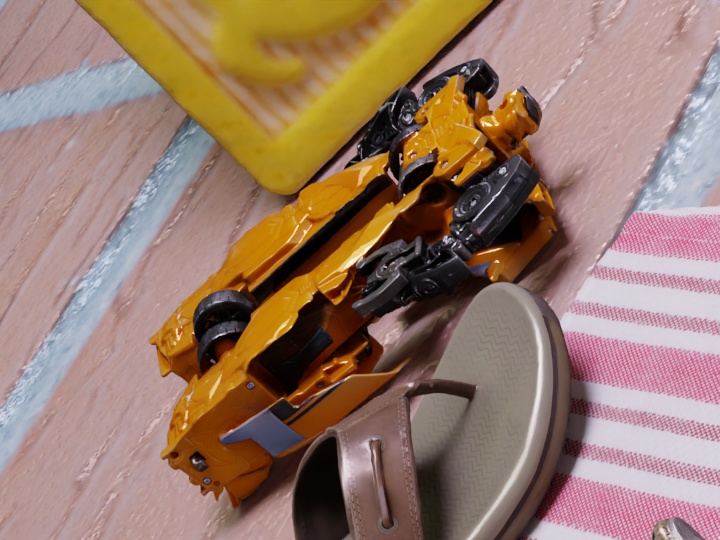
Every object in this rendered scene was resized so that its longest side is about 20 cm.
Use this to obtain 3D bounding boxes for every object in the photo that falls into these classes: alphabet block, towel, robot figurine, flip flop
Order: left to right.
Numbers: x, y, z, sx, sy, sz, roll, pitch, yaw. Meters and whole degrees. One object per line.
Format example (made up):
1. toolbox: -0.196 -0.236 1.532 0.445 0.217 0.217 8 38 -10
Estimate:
1. alphabet block: -0.055 -0.189 1.216 0.195 0.196 0.200 -46 26 4
2. robot figurine: 0.000 0.000 1.021 0.200 0.058 0.145 -39 27 14
3. flip flop: 0.000 0.086 0.846 0.200 0.058 0.081 -52 27 -6
4. towel: 0.096 0.064 0.831 0.200 0.030 0.146 -56 28 -15

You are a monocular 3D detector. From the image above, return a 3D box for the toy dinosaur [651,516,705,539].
1. toy dinosaur: 0.147 0.113 0.671 0.106 0.060 0.200 -60 28 10
